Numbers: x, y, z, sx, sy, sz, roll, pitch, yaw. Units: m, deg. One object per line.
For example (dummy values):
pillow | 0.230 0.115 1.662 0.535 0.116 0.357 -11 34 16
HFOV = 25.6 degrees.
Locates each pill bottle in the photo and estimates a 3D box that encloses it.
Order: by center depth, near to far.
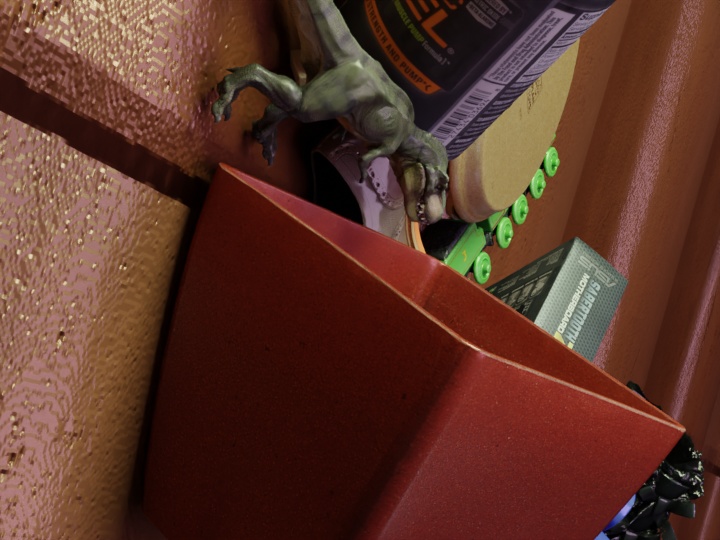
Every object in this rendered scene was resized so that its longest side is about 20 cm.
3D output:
pill bottle | 0.071 -0.153 0.819 0.200 0.106 0.106 -44 180 41

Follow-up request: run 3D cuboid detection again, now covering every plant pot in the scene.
plant pot | 0.006 0.089 0.798 0.199 0.199 0.178 23 99 -48

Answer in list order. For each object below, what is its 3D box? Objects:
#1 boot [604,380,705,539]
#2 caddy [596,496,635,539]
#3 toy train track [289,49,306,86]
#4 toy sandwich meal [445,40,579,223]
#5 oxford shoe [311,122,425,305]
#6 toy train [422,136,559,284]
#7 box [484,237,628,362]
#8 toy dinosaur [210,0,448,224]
boot | 0.171 0.156 1.215 0.073 0.199 0.163 21 116 -29
caddy | 0.097 0.186 1.102 0.200 0.105 0.142 -44 -168 35
toy train track | -0.030 -0.164 0.775 0.201 0.032 0.115 93 -16 -46
toy sandwich meal | 0.084 -0.133 1.037 0.206 0.070 0.207 -51 152 -41
oxford shoe | 0.000 0.000 0.935 0.073 0.071 0.202 -30 126 -36
toy train | 0.091 -0.047 1.135 0.201 0.041 0.057 -54 139 -40
box | 0.068 0.081 0.997 0.200 0.051 0.158 -36 -161 54
toy dinosaur | -0.023 -0.088 0.785 0.200 0.087 0.048 54 24 -48
